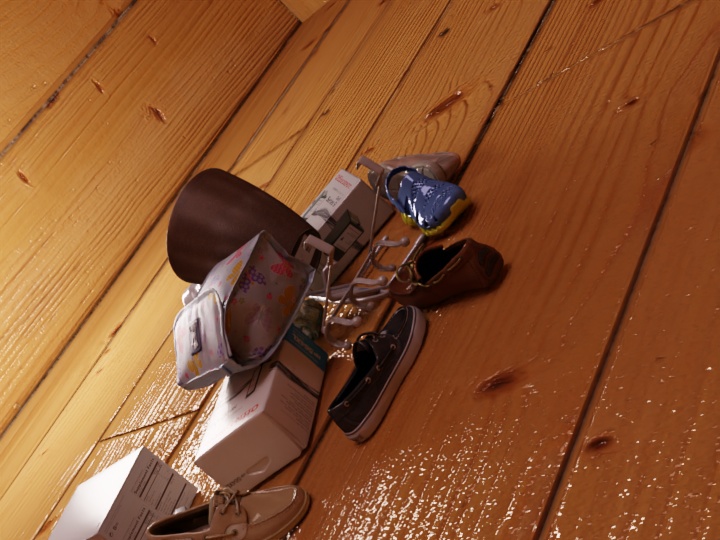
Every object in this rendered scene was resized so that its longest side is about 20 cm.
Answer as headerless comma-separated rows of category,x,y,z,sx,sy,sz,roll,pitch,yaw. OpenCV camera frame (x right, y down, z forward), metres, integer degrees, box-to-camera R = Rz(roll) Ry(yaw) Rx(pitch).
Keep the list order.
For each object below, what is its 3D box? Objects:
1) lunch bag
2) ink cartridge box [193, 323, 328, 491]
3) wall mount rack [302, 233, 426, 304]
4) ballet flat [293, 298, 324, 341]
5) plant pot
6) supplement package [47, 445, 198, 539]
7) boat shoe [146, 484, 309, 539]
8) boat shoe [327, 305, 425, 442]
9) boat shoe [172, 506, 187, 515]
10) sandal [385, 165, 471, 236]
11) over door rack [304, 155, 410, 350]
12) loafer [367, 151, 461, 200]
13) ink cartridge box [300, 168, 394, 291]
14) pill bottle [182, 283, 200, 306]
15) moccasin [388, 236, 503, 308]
lunch bag,-0.177,0.066,1.469,0.169,0.127,0.201,-27,32,55
ink cartridge box,-0.132,0.188,1.442,0.146,0.084,0.201,-38,19,26
wall mount rack,0.000,0.000,1.543,0.172,0.076,0.199,-14,8,-26
ballet flat,-0.130,0.117,1.619,0.199,0.071,0.071,-37,21,29
plant pot,-0.166,-0.046,1.633,0.198,0.188,0.188,16,59,27
supplement package,-0.359,0.377,1.543,0.199,0.111,0.157,-32,24,39
boat shoe,-0.157,0.295,1.245,0.198,0.065,0.072,-22,26,9
boat shoe,0.016,0.112,1.287,0.070,0.066,0.201,-21,33,54
boat shoe,-0.250,0.373,1.319,0.090,0.072,0.201,-19,22,-1
sandal,0.089,-0.106,1.522,0.079,0.087,0.200,-44,19,-12
over door rack,0.001,-0.013,1.284,0.066,0.201,0.148,18,55,20
loafer,0.087,-0.152,1.671,0.063,0.072,0.199,-38,19,-25
ink cartridge box,-0.051,-0.064,1.759,0.200,0.084,0.146,-49,19,0
pill bottle,-0.235,0.014,1.974,0.200,0.116,0.116,-41,20,22
moccasin,0.092,0.001,1.315,0.074,0.078,0.201,-59,19,-20
